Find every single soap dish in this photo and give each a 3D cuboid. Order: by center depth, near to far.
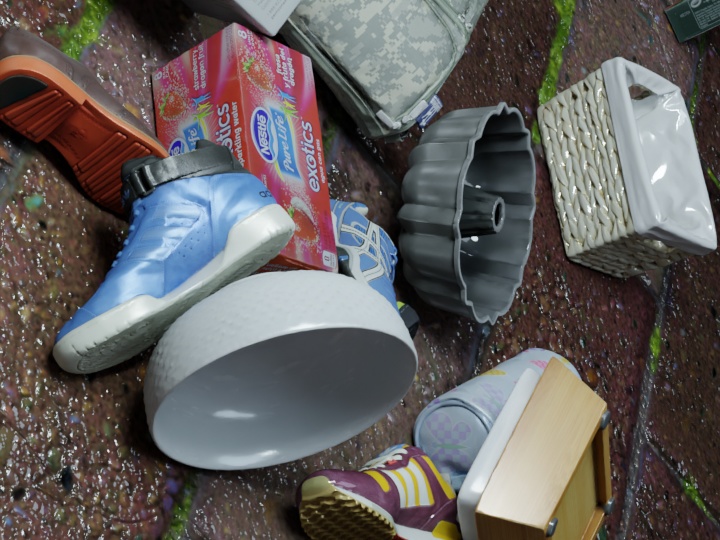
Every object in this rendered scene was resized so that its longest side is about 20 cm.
[{"bbox_3d":[0.151,0.193,1.589,0.158,0.081,0.200,-59,155,-29],"label":"soap dish"}]

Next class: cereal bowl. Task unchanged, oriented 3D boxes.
[{"bbox_3d":[-0.064,0.061,1.379,0.200,0.200,0.084,22,41,-47],"label":"cereal bowl"}]

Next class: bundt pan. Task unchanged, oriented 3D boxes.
[{"bbox_3d":[0.092,-0.054,1.724,0.202,0.075,0.203,7,90,-65],"label":"bundt pan"}]

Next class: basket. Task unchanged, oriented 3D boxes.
[{"bbox_3d":[0.280,-0.102,2.022,0.135,0.123,0.201,17,55,-48],"label":"basket"}]

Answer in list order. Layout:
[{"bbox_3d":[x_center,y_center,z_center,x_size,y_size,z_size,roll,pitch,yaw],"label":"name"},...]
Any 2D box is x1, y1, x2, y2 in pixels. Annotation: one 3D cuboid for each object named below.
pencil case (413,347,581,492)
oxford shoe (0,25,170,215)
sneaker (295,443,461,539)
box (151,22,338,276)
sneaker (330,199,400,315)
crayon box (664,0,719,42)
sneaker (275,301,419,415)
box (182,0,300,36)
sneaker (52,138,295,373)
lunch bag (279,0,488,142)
[{"bbox_3d":[0.128,0.132,1.698,0.200,0.083,0.091,-23,85,-57],"label":"pencil case"},{"bbox_3d":[-0.194,-0.110,1.416,0.200,0.071,0.073,44,26,-38],"label":"oxford shoe"},{"bbox_3d":[0.013,0.177,1.522,0.200,0.075,0.090,35,45,-51],"label":"sneaker"},{"bbox_3d":[-0.093,-0.079,1.506,0.095,0.099,0.201,19,55,-46],"label":"box"},{"bbox_3d":[0.000,0.000,1.533,0.077,0.076,0.200,-5,41,-24],"label":"sneaker"},{"bbox_3d":[0.489,-0.361,2.476,0.200,0.127,0.051,-31,95,-58],"label":"crayon box"},{"bbox_3d":[-0.030,0.069,1.554,0.083,0.072,0.200,35,35,15],"label":"sneaker"},{"bbox_3d":[-0.136,-0.297,1.512,0.200,0.152,0.106,42,82,-33],"label":"box"},{"bbox_3d":[-0.156,-0.017,1.367,0.200,0.077,0.111,-35,76,-16],"label":"sneaker"},{"bbox_3d":[0.002,-0.235,1.716,0.200,0.139,0.168,46,54,-25],"label":"lunch bag"}]
